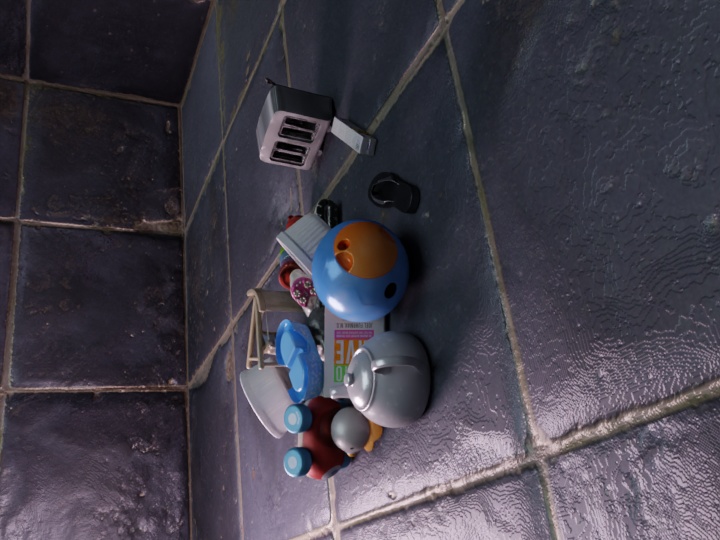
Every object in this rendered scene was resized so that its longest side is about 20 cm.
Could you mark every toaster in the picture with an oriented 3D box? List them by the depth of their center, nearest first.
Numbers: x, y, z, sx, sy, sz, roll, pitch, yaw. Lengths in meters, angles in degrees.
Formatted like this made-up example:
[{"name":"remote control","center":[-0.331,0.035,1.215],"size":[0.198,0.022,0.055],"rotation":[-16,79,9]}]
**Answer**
[{"name":"toaster","center":[-0.182,-0.383,1.857],"size":[0.182,0.196,0.120],"rotation":[120,149,-41]}]

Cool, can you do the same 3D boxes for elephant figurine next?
[{"name":"elephant figurine","center":[-0.046,0.177,1.590],"size":[0.142,0.155,0.199],"rotation":[-51,40,-2]}]

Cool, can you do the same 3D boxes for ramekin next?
[{"name":"ramekin","center":[-0.093,-0.038,1.624],"size":[0.105,0.201,0.200],"rotation":[-44,28,-6]},{"name":"ramekin","center":[-0.227,0.331,1.861],"size":[0.203,0.097,0.200],"rotation":[57,180,0]}]

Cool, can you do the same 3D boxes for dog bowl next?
[{"name":"dog bowl","center":[-0.133,0.199,1.550],"size":[0.113,0.049,0.202],"rotation":[-63,37,33]}]

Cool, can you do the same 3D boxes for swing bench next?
[{"name":"swing bench","center":[-0.179,0.147,1.769],"size":[0.129,0.195,0.206],"rotation":[-13,75,63]}]

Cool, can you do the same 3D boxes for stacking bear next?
[{"name":"stacking bear","center":[-0.164,-0.060,1.884],"size":[0.114,0.119,0.204],"rotation":[-42,39,46]}]

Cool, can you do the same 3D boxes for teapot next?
[{"name":"teapot","center":[0.038,0.209,1.356],"size":[0.198,0.143,0.204],"rotation":[48,128,56]}]

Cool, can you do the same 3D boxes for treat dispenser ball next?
[{"name":"treat dispenser ball","center":[0.000,0.000,1.402],"size":[0.200,0.196,0.206],"rotation":[-176,90,-64]}]

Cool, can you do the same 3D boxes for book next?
[{"name":"book","center":[-0.011,0.167,1.496],"size":[0.048,0.130,0.206],"rotation":[44,-134,-80]}]

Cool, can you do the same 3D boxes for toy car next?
[{"name":"toy car","center":[-0.038,0.366,1.526],"size":[0.196,0.183,0.182],"rotation":[-7,79,35]}]

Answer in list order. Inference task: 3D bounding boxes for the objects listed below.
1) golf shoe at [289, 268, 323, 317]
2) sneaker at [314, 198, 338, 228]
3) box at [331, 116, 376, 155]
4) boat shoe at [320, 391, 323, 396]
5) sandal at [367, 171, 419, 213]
[{"name":"golf shoe","center":[-0.111,0.077,1.699],"size":[0.202,0.074,0.092],"rotation":[63,175,-33]},{"name":"sneaker","center":[-0.093,-0.072,1.776],"size":[0.090,0.076,0.205],"rotation":[155,122,-71]},{"name":"box","center":[-0.018,-0.323,1.676],"size":[0.200,0.038,0.042],"rotation":[48,127,57]},{"name":"boat shoe","center":[-0.096,0.297,1.684],"size":[0.203,0.065,0.072],"rotation":[61,173,0]},{"name":"sandal","center":[0.060,-0.168,1.481],"size":[0.199,0.042,0.078],"rotation":[-156,72,-64]}]
